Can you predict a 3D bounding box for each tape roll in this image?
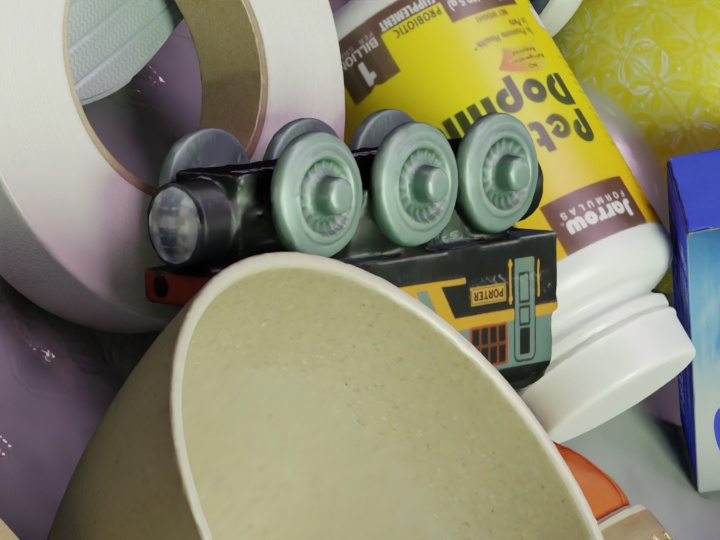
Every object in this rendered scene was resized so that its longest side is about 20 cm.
[{"bbox_3d":[-0.085,-0.076,1.073,0.202,0.037,0.204,13,73,-46],"label":"tape roll"}]

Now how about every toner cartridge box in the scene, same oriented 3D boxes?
[{"bbox_3d":[0.187,0.020,1.248,0.201,0.094,0.043,78,2,-52],"label":"toner cartridge box"}]

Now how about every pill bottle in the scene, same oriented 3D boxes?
[{"bbox_3d":[0.061,-0.030,1.219,0.109,0.109,0.201,-11,67,-55],"label":"pill bottle"}]

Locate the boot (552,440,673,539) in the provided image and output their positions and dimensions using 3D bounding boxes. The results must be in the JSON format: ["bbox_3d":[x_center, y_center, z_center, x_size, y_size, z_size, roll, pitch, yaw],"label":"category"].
[{"bbox_3d":[0.030,0.102,1.098,0.107,0.075,0.200,49,29,18],"label":"boot"}]

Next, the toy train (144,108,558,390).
[{"bbox_3d":[0.000,0.000,1.070,0.199,0.085,0.115,-9,100,-48],"label":"toy train"}]

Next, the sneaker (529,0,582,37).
[{"bbox_3d":[0.039,-0.165,1.321,0.084,0.075,0.200,26,8,-30],"label":"sneaker"}]

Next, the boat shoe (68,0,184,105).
[{"bbox_3d":[-0.107,-0.119,1.139,0.200,0.062,0.072,-39,124,-44],"label":"boat shoe"}]

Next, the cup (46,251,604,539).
[{"bbox_3d":[-0.029,0.117,0.923,0.200,0.143,0.201,33,35,-28],"label":"cup"}]

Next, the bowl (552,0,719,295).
[{"bbox_3d":[0.134,-0.061,1.307,0.107,0.200,0.201,-32,84,-29],"label":"bowl"}]

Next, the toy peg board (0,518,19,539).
[{"bbox_3d":[-0.174,0.136,0.790,0.199,0.098,0.200,45,28,18],"label":"toy peg board"}]
